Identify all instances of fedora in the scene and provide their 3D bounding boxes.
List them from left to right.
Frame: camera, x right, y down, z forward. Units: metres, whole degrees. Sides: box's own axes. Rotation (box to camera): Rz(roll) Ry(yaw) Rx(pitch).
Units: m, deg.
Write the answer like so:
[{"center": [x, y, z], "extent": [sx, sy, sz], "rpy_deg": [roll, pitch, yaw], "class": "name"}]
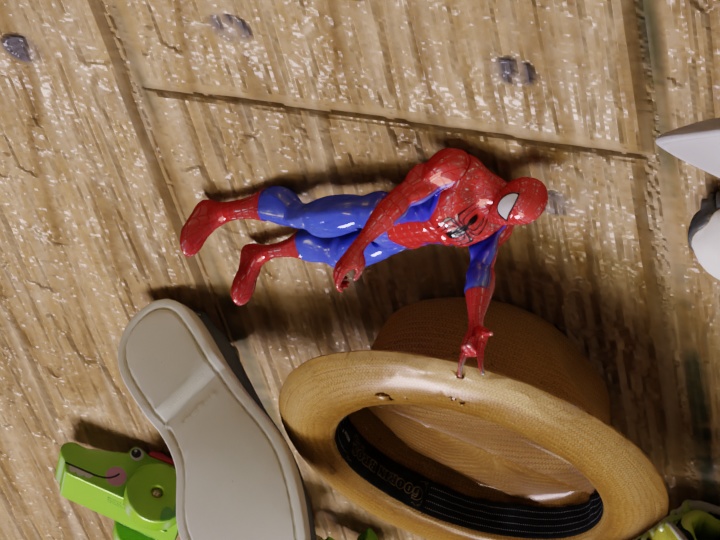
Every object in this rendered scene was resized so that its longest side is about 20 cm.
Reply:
[{"center": [0.061, 0.071, 1.355], "extent": [0.200, 0.082, 0.201], "rpy_deg": [13, 150, 8], "class": "fedora"}]

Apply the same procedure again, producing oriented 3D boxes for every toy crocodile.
[{"center": [-0.085, 0.146, 1.589], "extent": [0.200, 0.062, 0.068], "rpy_deg": [21, 150, 5], "class": "toy crocodile"}]

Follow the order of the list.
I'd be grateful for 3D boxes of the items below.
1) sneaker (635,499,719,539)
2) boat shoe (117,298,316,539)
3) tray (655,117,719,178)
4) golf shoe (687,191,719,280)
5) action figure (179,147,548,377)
[{"center": [0.171, 0.159, 1.471], "extent": [0.200, 0.075, 0.077], "rpy_deg": [-3, 111, 38], "class": "sneaker"}, {"center": [-0.061, 0.100, 1.392], "extent": [0.073, 0.200, 0.062], "rpy_deg": [-39, 143, 13], "class": "boat shoe"}, {"center": [0.223, -0.026, 1.058], "extent": [0.200, 0.022, 0.107], "rpy_deg": [23, 168, -24], "class": "tray"}, {"center": [0.222, 0.034, 1.176], "extent": [0.200, 0.095, 0.078], "rpy_deg": [27, 154, 18], "class": "golf shoe"}, {"center": [0.000, 0.000, 1.266], "extent": [0.200, 0.099, 0.065], "rpy_deg": [-13, 138, 38], "class": "action figure"}]
